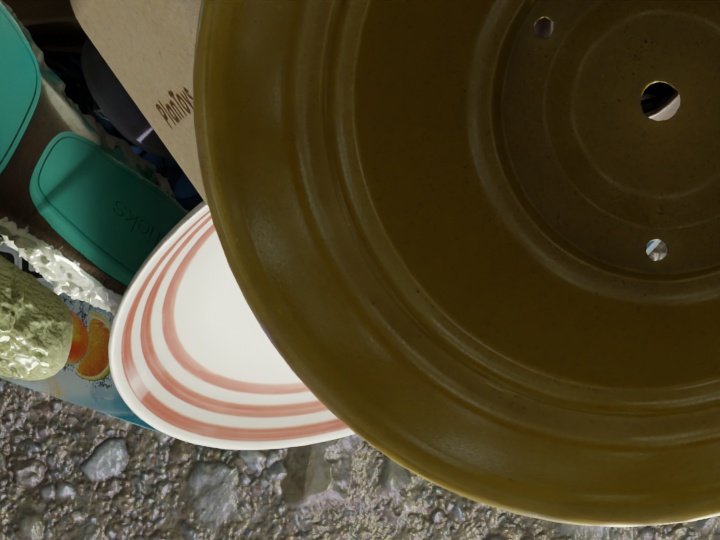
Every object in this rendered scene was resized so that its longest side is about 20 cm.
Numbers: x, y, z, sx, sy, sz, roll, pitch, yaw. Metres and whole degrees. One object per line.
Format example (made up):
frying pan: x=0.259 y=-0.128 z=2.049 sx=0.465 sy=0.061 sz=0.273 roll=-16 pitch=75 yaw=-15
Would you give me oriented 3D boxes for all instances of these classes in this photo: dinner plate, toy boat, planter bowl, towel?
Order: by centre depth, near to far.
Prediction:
planter bowl: x=0.066 y=-0.043 z=0.578 sx=0.199 sy=0.201 sz=0.083 roll=-7 pitch=178 yaw=16
toy boat: x=-0.005 y=-0.085 z=0.713 sx=0.131 sy=0.131 sz=0.200 roll=-36 pitch=-175 yaw=-13
towel: x=-0.200 y=-0.030 z=0.845 sx=0.200 sy=0.037 sz=0.148 roll=25 pitch=169 yaw=39
dinner plate: x=0.000 y=0.000 z=0.891 sx=0.199 sy=0.024 sz=0.200 roll=-15 pitch=146 yaw=-11

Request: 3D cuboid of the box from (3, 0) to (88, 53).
box: x=-0.143 y=-0.096 z=0.976 sx=0.199 sy=0.021 sz=0.163 roll=-7 pitch=178 yaw=-19

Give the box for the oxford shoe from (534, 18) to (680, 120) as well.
oxford shoe: x=0.070 y=-0.068 z=0.708 sx=0.071 sy=0.073 sz=0.200 roll=26 pitch=147 yaw=5

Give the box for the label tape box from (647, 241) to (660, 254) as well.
label tape box: x=0.087 y=-0.014 z=1.074 sx=0.144 sy=0.063 sz=0.200 roll=-46 pitch=178 yaw=-5

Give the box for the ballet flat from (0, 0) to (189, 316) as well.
ballet flat: x=-0.133 y=-0.044 z=0.846 sx=0.071 sy=0.072 sz=0.200 roll=-7 pitch=143 yaw=30

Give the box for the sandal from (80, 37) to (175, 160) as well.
sandal: x=-0.023 y=-0.070 z=0.914 sx=0.043 sy=0.076 sz=0.200 roll=-41 pitch=162 yaw=28

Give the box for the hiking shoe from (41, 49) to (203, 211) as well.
hiking shoe: x=-0.112 y=-0.052 z=0.935 sx=0.199 sy=0.075 sz=0.087 roll=-7 pitch=179 yaw=-15

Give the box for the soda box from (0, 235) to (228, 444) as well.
soda box: x=-0.131 y=0.008 z=0.991 sx=0.199 sy=0.064 sz=0.068 roll=16 pitch=-162 yaw=23
